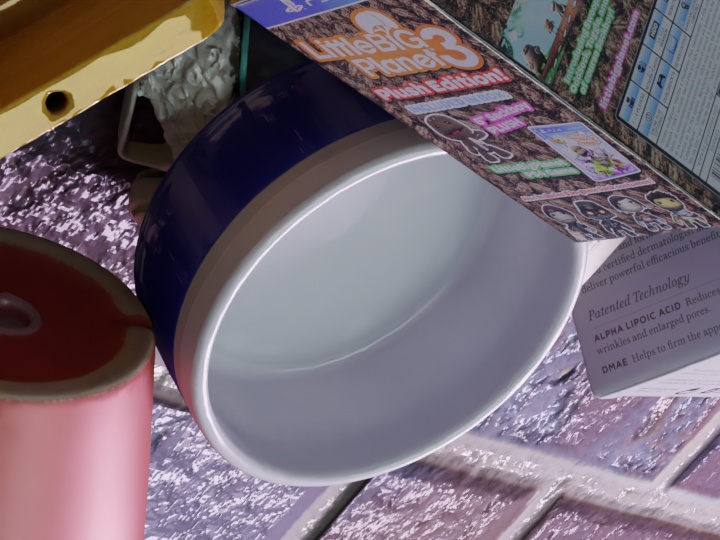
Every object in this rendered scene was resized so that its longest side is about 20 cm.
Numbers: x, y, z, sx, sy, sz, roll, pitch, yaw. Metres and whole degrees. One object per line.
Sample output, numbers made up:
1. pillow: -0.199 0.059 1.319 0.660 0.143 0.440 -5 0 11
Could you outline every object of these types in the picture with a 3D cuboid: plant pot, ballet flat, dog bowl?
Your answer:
1. plant pot: -0.178 0.089 0.929 0.199 0.200 0.178 -8 127 -41
2. ballet flat: -0.081 -0.052 0.977 0.071 0.072 0.201 -27 144 -21
3. dog bowl: 0.000 0.000 0.948 0.199 0.079 0.201 -19 137 -18

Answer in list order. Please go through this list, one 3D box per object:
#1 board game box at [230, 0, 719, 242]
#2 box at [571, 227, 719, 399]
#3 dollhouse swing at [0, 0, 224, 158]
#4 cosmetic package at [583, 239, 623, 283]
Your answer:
1. board game box: 0.074 -0.130 0.835 0.199 0.097 0.160 33 67 -30
2. box: 0.252 -0.012 1.239 0.199 0.132 0.198 -24 161 36
3. dollhouse swing: -0.114 -0.130 0.655 0.181 0.176 0.201 -31 122 -14
4. cosmetic package: 0.053 -0.046 1.091 0.103 0.087 0.200 -47 147 11
